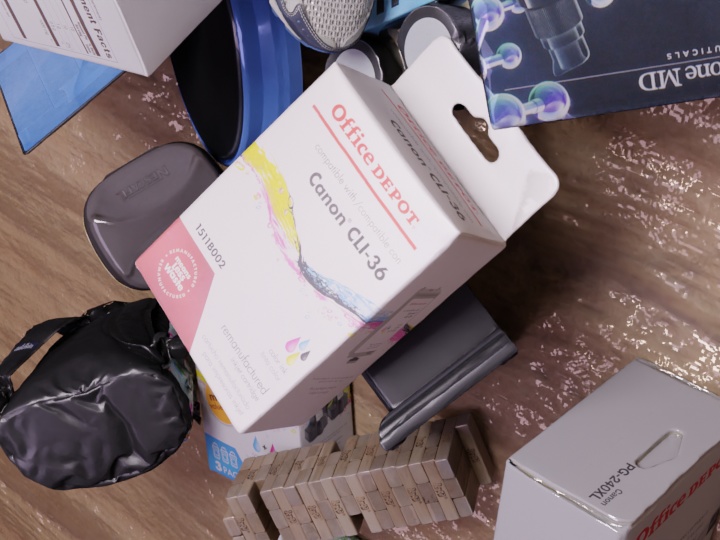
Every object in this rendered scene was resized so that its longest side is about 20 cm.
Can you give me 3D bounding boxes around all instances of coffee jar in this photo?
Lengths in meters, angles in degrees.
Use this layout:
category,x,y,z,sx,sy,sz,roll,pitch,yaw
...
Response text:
category,x,y,z,sx,sy,sz,roll,pitch,yaw
coffee jar,-0.144,-0.038,0.897,0.086,0.104,0.200,59,173,-6

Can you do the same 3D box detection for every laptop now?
category,x,y,z,sx,sy,sz,roll,pitch,yaw
laptop,-0.198,-0.214,0.851,0.187,0.115,0.201,-129,33,-54

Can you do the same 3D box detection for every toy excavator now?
category,x,y,z,sx,sy,sz,roll,pitch,yaw
toy excavator,0.012,-0.192,0.748,0.194,0.099,0.202,-12,90,47

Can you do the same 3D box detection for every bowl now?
category,x,y,z,sx,sy,sz,roll,pitch,yaw
bowl,-0.093,-0.164,0.827,0.200,0.039,0.202,165,90,-71

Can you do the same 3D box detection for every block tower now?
category,x,y,z,sx,sy,sz,roll,pitch,yaw
block tower,-0.006,0.159,0.913,0.199,0.058,0.054,-16,113,21

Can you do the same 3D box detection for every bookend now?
category,x,y,z,sx,sy,sz,roll,pitch,yaw
bookend,0.000,0.000,0.770,0.199,0.092,0.200,53,-179,5

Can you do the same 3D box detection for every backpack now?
category,x,y,z,sx,sy,sz,roll,pitch,yaw
backpack,-0.209,0.100,1.040,0.166,0.200,0.128,-11,106,0

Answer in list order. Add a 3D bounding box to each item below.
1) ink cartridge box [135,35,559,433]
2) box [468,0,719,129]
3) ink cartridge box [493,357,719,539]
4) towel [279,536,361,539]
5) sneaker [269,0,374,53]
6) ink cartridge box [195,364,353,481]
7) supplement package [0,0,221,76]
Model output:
category,x,y,z,sx,sy,sz,roll,pitch,yaw
ink cartridge box,-0.009,-0.022,0.643,0.200,0.067,0.117,-43,69,19
box,0.120,-0.184,0.581,0.147,0.107,0.201,-7,111,15
ink cartridge box,0.150,0.174,0.766,0.083,0.145,0.201,29,130,33
towel,0.004,0.300,1.065,0.199,0.031,0.150,25,128,33
sneaker,-0.006,-0.200,0.623,0.085,0.077,0.201,42,137,46
ink cartridge box,-0.071,0.080,0.983,0.115,0.068,0.201,18,124,36
supplement package,-0.116,-0.230,0.646,0.110,0.200,0.156,18,145,31
